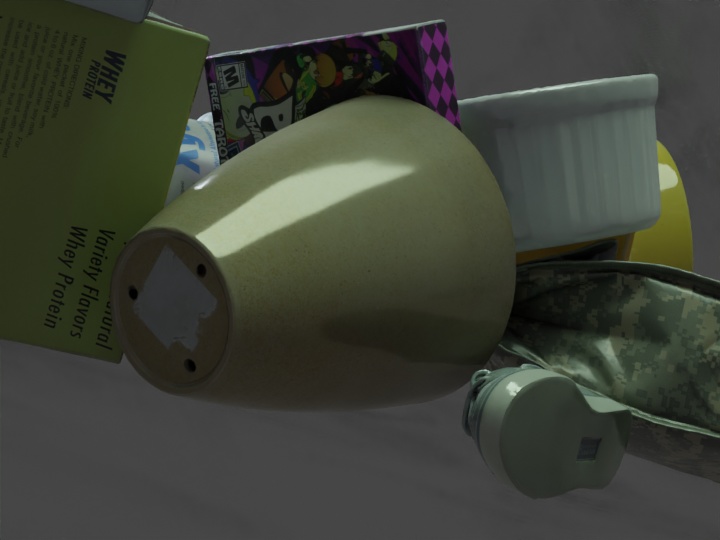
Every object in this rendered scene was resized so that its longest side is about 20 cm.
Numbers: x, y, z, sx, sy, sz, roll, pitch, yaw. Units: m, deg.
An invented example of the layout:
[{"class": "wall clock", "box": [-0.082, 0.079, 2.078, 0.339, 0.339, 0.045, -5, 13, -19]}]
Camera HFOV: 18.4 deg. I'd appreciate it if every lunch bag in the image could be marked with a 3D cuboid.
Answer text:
[{"class": "lunch bag", "box": [0.165, 0.053, 1.438, 0.198, 0.119, 0.164, 15, -12, 8]}]

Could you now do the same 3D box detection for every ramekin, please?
[{"class": "ramekin", "box": [0.100, -0.063, 1.439, 0.199, 0.099, 0.200, -9, 1, 0]}]

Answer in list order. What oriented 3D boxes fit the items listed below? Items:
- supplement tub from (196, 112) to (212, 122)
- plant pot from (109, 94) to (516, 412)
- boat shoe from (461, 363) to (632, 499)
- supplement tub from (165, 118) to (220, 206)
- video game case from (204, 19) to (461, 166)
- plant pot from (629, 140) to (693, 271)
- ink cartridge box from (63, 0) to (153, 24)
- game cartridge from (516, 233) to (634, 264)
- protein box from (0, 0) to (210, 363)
[{"class": "supplement tub", "box": [-0.063, -0.060, 1.998, 0.198, 0.124, 0.122, 18, 6, 13]}, {"class": "plant pot", "box": [-0.043, 0.004, 1.269, 0.186, 0.189, 0.199, 19, 21, 34]}, {"class": "boat shoe", "box": [0.094, 0.089, 1.279, 0.071, 0.071, 0.201, 18, 0, 25]}, {"class": "supplement tub", "box": [-0.158, -0.043, 1.484, 0.199, 0.133, 0.132, 9, 8, -31]}, {"class": "video game case", "box": [-0.010, -0.045, 1.385, 0.180, 0.202, 0.036, -3, 9, 40]}, {"class": "plant pot", "box": [0.162, -0.013, 1.899, 0.187, 0.203, 0.201, -2, 10, -15]}, {"class": "ink cartridge box", "box": [-0.206, -0.192, 1.222, 0.198, 0.048, 0.160, 19, 9, -9]}, {"class": "game cartridge", "box": [0.104, -0.006, 1.613, 0.175, 0.201, 0.032, 22, 44, 14]}, {"class": "protein box", "box": [-0.221, -0.075, 1.286, 0.199, 0.200, 0.135, 13, 8, -24]}]
